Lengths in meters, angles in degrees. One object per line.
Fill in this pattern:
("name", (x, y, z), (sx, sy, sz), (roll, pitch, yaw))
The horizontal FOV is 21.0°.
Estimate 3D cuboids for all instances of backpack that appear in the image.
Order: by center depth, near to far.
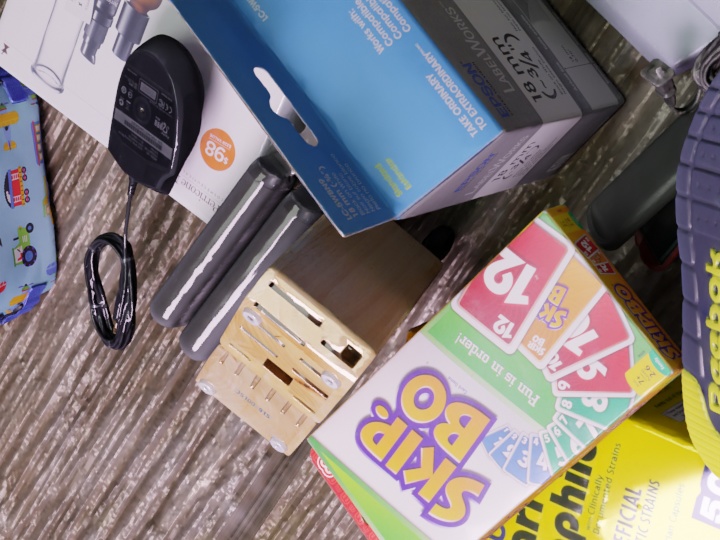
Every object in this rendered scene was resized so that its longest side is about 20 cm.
("backpack", (-0.297, -0.035, 1.160), (0.134, 0.200, 0.183), (4, 102, 33))

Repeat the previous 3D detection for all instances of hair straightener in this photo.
("hair straightener", (0.172, -0.081, 0.914), (0.200, 0.077, 0.041), (-48, 40, 32))

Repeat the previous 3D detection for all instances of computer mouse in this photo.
("computer mouse", (-0.120, -0.042, 1.092), (0.059, 0.034, 0.200), (38, 128, 30))

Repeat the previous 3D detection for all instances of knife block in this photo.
("knife block", (0.000, 0.000, 0.973), (0.064, 0.176, 0.200), (38, 156, 1))

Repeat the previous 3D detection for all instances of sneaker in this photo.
("sneaker", (0.187, -0.004, 0.836), (0.074, 0.082, 0.200), (-139, 43, -60))

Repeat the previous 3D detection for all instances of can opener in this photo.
("can opener", (-0.035, -0.036, 1.056), (0.053, 0.067, 0.200), (46, 113, 18))

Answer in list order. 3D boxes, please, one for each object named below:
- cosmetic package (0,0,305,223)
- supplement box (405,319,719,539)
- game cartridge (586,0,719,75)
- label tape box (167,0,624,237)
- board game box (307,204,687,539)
("cosmetic package", (-0.109, -0.137, 1.105), (0.200, 0.052, 0.151), (36, 121, 22))
("supplement box", (0.123, 0.099, 0.968), (0.200, 0.109, 0.109), (21, 111, 29))
("game cartridge", (0.174, -0.195, 0.915), (0.133, 0.040, 0.200), (45, 121, 13))
("label tape box", (0.024, -0.105, 0.932), (0.063, 0.200, 0.144), (-44, 76, 32))
("board game box", (0.056, 0.068, 0.925), (0.200, 0.030, 0.096), (-46, 73, 32))
